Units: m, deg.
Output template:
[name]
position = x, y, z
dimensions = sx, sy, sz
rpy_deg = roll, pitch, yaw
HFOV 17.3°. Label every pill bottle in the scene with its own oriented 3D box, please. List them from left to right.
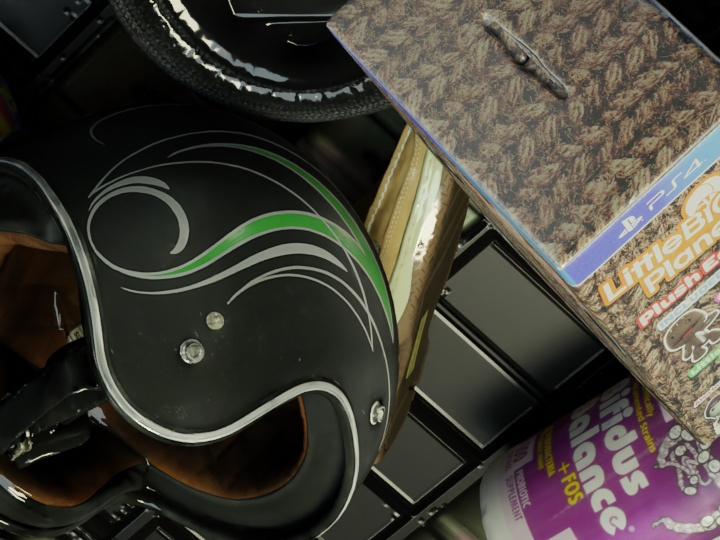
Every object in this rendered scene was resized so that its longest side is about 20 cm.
[pill bottle]
position = 0.164, 0.092, 1.129
dimensions = 0.200, 0.112, 0.112
rpy_deg = -35, 111, 22

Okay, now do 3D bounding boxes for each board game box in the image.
[board game box]
position = 0.102, -0.043, 0.973
dimensions = 0.097, 0.160, 0.200
rpy_deg = -43, 146, 2

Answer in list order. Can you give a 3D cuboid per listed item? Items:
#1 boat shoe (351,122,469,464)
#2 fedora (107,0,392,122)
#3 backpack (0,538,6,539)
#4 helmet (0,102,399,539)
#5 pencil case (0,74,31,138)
[boat shoe]
position = 0.000, 0.000, 1.123
dimensions = 0.076, 0.072, 0.201
rpy_deg = 22, 119, 11
[fedora]
position = -0.025, -0.167, 1.011
dimensions = 0.199, 0.092, 0.201
rpy_deg = 2, 124, 4
[backpack]
position = -0.262, 0.207, 1.201
dimensions = 0.199, 0.178, 0.151
rpy_deg = 17, 119, -6
[helmet]
position = -0.079, 0.026, 1.039
dimensions = 0.190, 0.200, 0.201
rpy_deg = -2, 130, -40
[pencil case]
position = -0.180, -0.011, 1.125
dimensions = 0.086, 0.078, 0.201
rpy_deg = -18, 117, 8
